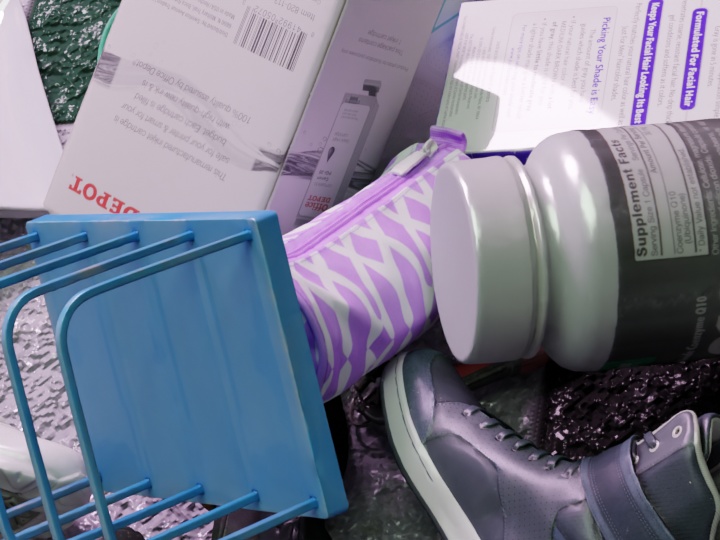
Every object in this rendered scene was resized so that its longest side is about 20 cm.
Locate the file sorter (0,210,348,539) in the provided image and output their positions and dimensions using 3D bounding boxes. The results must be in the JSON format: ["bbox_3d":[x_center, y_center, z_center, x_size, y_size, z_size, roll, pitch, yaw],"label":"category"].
[{"bbox_3d":[-0.124,0.057,1.341,0.122,0.139,0.200,-22,13,-35],"label":"file sorter"}]

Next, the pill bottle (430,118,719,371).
[{"bbox_3d":[0.139,-0.012,1.382,0.199,0.113,0.113,-5,47,-11],"label":"pill bottle"}]

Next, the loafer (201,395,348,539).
[{"bbox_3d":[-0.049,0.101,1.434,0.072,0.073,0.201,-13,48,17],"label":"loafer"}]

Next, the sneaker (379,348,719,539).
[{"bbox_3d":[0.100,0.088,1.356,0.146,0.077,0.203,-40,55,17],"label":"sneaker"}]

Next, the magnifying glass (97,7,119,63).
[{"bbox_3d":[-0.077,-0.083,1.603,0.200,0.022,0.080,40,114,33],"label":"magnifying glass"}]

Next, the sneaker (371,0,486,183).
[{"bbox_3d":[0.028,-0.136,1.590,0.070,0.080,0.201,16,64,29],"label":"sneaker"}]

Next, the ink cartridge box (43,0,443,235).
[{"bbox_3d":[-0.061,-0.091,1.525,0.146,0.083,0.201,28,101,36],"label":"ink cartridge box"}]

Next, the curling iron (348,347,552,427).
[{"bbox_3d":[0.083,0.029,1.468,0.199,0.026,0.050,-22,51,3],"label":"curling iron"}]

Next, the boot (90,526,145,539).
[{"bbox_3d":[-0.145,0.224,1.362,0.200,0.070,0.132,-43,58,6],"label":"boot"}]

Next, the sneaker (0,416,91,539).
[{"bbox_3d":[-0.216,0.078,1.515,0.199,0.078,0.100,10,53,26],"label":"sneaker"}]

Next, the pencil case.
[{"bbox_3d":[0.000,0.000,1.423,0.084,0.086,0.200,18,31,24],"label":"pencil case"}]

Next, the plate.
[{"bbox_3d":[-0.274,-0.090,1.654,0.199,0.032,0.200,-1,43,-20],"label":"plate"}]

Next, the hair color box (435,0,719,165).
[{"bbox_3d":[0.145,-0.087,1.517,0.199,0.065,0.110,-3,51,21],"label":"hair color box"}]
